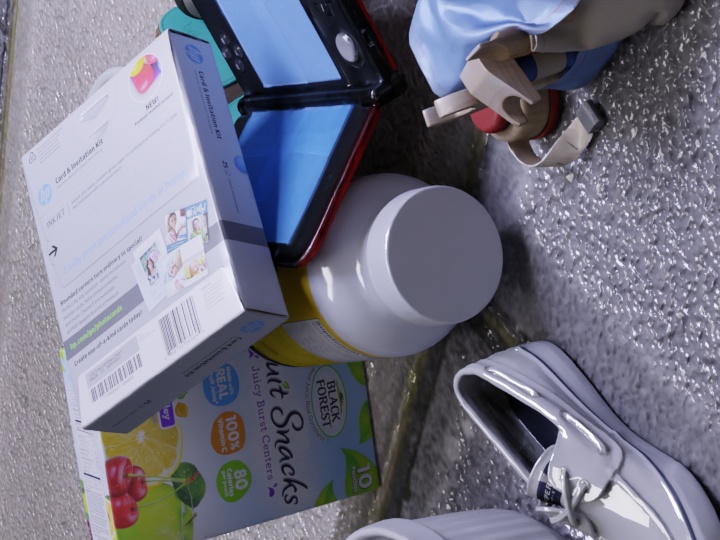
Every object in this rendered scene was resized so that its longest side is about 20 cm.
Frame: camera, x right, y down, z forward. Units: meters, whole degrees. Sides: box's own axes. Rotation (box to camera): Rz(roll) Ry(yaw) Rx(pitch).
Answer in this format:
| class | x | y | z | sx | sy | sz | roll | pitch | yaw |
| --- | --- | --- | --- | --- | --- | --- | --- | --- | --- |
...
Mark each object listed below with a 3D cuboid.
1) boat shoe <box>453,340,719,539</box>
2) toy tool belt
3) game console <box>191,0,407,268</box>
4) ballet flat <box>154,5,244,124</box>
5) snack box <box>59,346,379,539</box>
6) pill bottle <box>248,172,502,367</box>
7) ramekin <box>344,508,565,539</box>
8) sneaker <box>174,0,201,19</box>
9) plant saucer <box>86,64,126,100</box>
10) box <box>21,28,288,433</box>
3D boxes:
| class | x | y | z | sx | sy | sz | roll | pitch | yaw |
| --- | --- | --- | --- | --- | --- | --- | --- | --- | --- |
| boat shoe | 0.122 | 0.116 | 1.059 | 0.200 | 0.065 | 0.074 | 45 | 136 | 44 |
| toy tool belt | 0.073 | -0.132 | 0.991 | 0.125 | 0.123 | 0.200 | 62 | 147 | 25 |
| game console | -0.073 | -0.107 | 1.169 | 0.172 | 0.119 | 0.200 | 60 | 157 | -17 |
| ballet flat | -0.080 | -0.110 | 1.336 | 0.200 | 0.070 | 0.065 | 58 | 171 | 35 |
| snack box | -0.092 | 0.101 | 1.281 | 0.053 | 0.200 | 0.142 | 8 | 108 | 59 |
| pill bottle | 0.000 | 0.000 | 1.175 | 0.200 | 0.112 | 0.112 | -12 | 91 | 60 |
| ramekin | 0.072 | 0.239 | 1.152 | 0.200 | 0.105 | 0.200 | 28 | 123 | 53 |
| sneaker | -0.070 | -0.201 | 1.261 | 0.200 | 0.074 | 0.079 | -25 | 84 | 59 |
| plant saucer | -0.140 | -0.051 | 1.368 | 0.200 | 0.050 | 0.200 | 27 | 123 | 53 |
| box | -0.132 | -0.023 | 1.171 | 0.156 | 0.041 | 0.200 | -36 | 60 | 32 |
